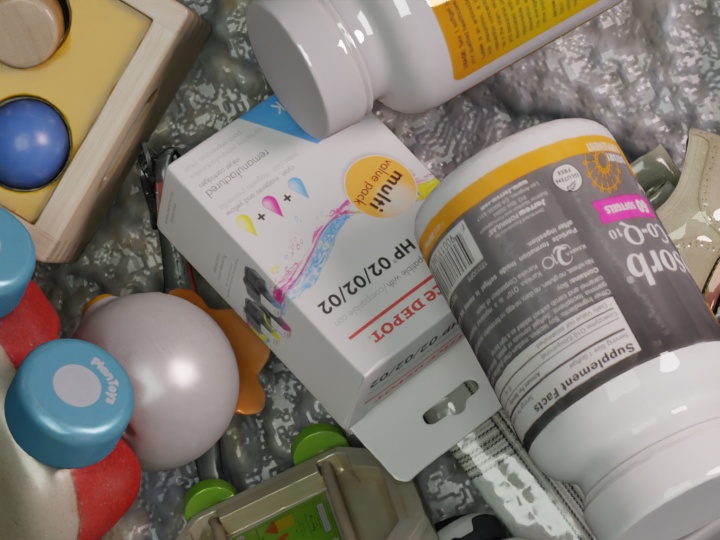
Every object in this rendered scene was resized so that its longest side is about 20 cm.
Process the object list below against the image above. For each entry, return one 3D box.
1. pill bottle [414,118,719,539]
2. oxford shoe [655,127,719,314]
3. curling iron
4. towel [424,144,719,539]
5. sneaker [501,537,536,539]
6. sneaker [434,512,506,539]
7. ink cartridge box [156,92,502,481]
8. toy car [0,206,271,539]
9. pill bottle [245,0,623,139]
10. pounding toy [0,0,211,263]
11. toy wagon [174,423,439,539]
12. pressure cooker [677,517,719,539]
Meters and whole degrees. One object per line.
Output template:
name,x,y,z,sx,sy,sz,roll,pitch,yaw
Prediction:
pill bottle,0.117,0.034,1.444,0.116,0.116,0.200,-29,71,4
oxford shoe,0.155,0.018,1.547,0.074,0.071,0.200,31,81,6
curling iron,-0.094,0.025,1.606,0.026,0.050,0.200,-10,94,5
towel,0.138,0.060,1.588,0.192,0.035,0.200,-35,87,4
sneaker,0.054,0.239,1.529,0.074,0.080,0.200,16,97,8
sneaker,-0.019,0.173,1.579,0.200,0.072,0.083,-30,58,-3
ink cartridge box,0.000,0.000,1.542,0.115,0.068,0.200,-37,73,-25
toy car,-0.141,0.052,1.527,0.200,0.184,0.177,-22,66,-36
pill bottle,0.044,-0.152,1.530,0.200,0.111,0.111,-30,87,-16
pounding toy,-0.193,-0.135,1.562,0.184,0.142,0.200,31,93,4
toy wagon,-0.058,0.162,1.546,0.200,0.155,0.040,-27,121,3
pressure cooker,0.209,0.197,1.515,0.200,0.179,0.176,-33,67,4
